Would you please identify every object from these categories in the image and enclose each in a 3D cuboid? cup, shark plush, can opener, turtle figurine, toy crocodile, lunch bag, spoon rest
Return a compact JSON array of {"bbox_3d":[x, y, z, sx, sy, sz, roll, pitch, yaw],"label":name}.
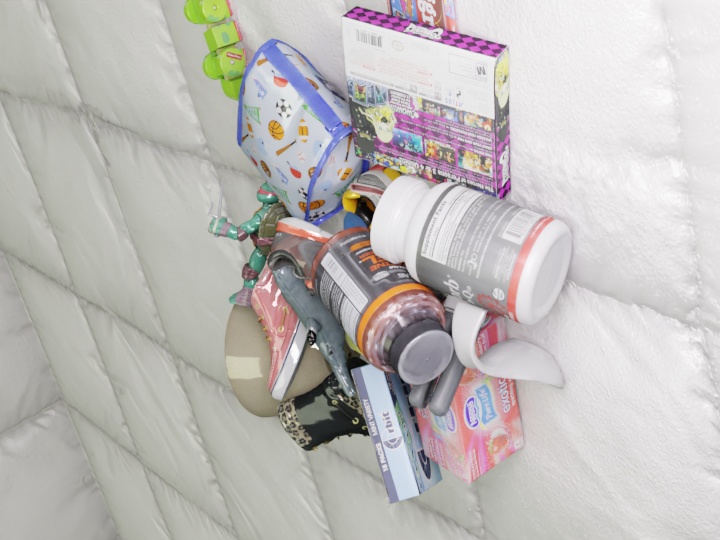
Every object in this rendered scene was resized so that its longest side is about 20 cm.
[{"bbox_3d":[-0.084,0.113,1.908,0.141,0.200,0.203,-3,116,32],"label":"cup"},{"bbox_3d":[-0.064,0.074,1.706,0.089,0.083,0.203,-10,101,17],"label":"shark plush"},{"bbox_3d":[0.108,0.064,1.498,0.053,0.203,0.067,18,168,22],"label":"can opener"},{"bbox_3d":[-0.139,-0.057,1.827,0.100,0.148,0.203,31,124,51],"label":"turtle figurine"},{"bbox_3d":[-0.192,-0.327,1.789,0.067,0.061,0.203,4,114,60],"label":"toy crocodile"},{"bbox_3d":[-0.069,-0.177,1.637,0.170,0.123,0.201,49,161,18],"label":"lunch bag"},{"bbox_3d":[0.161,0.098,1.476,0.099,0.061,0.199,20,171,42],"label":"spoon rest"}]

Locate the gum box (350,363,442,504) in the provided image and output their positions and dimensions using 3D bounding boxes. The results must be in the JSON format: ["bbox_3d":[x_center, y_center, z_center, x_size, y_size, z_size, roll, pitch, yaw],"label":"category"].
[{"bbox_3d":[0.051,0.204,1.693,0.200,0.044,0.173,16,-123,-77],"label":"gum box"}]

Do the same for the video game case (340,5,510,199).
[{"bbox_3d":[0.072,-0.181,1.422,0.198,0.036,0.183,20,135,30],"label":"video game case"}]

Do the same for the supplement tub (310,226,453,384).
[{"bbox_3d":[0.028,0.042,1.471,0.200,0.106,0.108,49,154,46],"label":"supplement tub"}]

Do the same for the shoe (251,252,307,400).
[{"bbox_3d":[-0.112,0.071,1.787,0.090,0.203,0.071,19,-171,3],"label":"shoe"}]

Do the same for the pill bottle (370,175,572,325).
[{"bbox_3d":[0.118,-0.027,1.402,0.198,0.116,0.117,22,137,26],"label":"pill bottle"}]

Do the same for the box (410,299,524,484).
[{"bbox_3d":[0.128,0.148,1.629,0.094,0.102,0.203,27,137,48],"label":"box"}]

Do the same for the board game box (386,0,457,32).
[{"bbox_3d":[0.069,-0.260,1.426,0.102,0.019,0.203,30,140,45],"label":"board game box"}]

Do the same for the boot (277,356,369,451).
[{"bbox_3d":[-0.006,0.221,1.851,0.153,0.074,0.204,-29,120,29],"label":"boot"}]

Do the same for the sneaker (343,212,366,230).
[{"bbox_3d":[0.000,0.000,1.690,0.066,0.077,0.202,82,168,-52],"label":"sneaker"}]

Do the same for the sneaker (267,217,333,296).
[{"bbox_3d":[-0.028,0.004,1.620,0.198,0.083,0.077,21,166,23],"label":"sneaker"}]

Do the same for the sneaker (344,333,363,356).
[{"bbox_3d":[0.001,0.037,1.751,0.200,0.075,0.107,-136,34,-55],"label":"sneaker"}]

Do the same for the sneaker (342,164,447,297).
[{"bbox_3d":[0.052,-0.039,1.601,0.200,0.082,0.078,48,151,23],"label":"sneaker"}]
